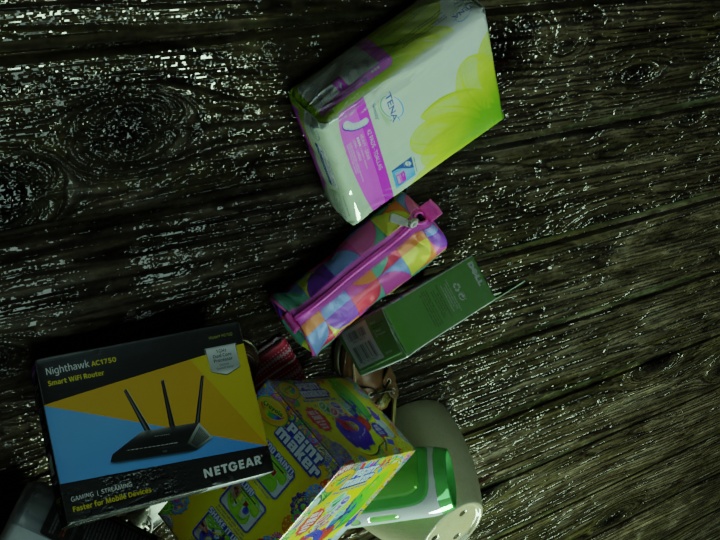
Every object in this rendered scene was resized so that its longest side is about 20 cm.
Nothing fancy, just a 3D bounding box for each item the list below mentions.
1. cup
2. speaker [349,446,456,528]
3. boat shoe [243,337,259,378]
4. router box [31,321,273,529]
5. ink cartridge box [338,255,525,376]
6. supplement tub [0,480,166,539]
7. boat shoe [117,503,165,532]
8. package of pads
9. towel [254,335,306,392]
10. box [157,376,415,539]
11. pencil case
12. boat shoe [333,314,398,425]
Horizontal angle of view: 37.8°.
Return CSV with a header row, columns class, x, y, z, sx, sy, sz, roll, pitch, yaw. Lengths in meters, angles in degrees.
class,x,y,z,sx,sy,sz,roll,pitch,yaw
cup,0.082,0.298,1.411,0.198,0.143,0.202,-25,140,-23
speaker,0.016,0.271,1.303,0.197,0.090,0.089,-10,143,11
boat shoe,-0.176,0.154,1.072,0.200,0.068,0.072,-44,120,-3
router box,-0.194,0.141,0.984,0.197,0.151,0.051,-10,167,-27
ink cartridge box,0.080,0.040,1.183,0.199,0.060,0.104,-29,179,-34
supplement tub,-0.264,0.302,1.037,0.198,0.123,0.123,28,110,-10
boat shoe,-0.276,0.292,1.143,0.198,0.057,0.068,-21,138,-27
package of pads,0.038,-0.159,0.999,0.199,0.068,0.155,-36,144,-12
towel,-0.115,0.173,1.209,0.144,0.022,0.201,-36,142,-12
box,-0.074,0.225,1.130,0.193,0.122,0.199,-51,158,14
pencil case,0.000,0.000,1.103,0.199,0.088,0.089,-41,143,-5
boat shoe,0.017,0.137,1.259,0.071,0.068,0.202,-29,140,-18
